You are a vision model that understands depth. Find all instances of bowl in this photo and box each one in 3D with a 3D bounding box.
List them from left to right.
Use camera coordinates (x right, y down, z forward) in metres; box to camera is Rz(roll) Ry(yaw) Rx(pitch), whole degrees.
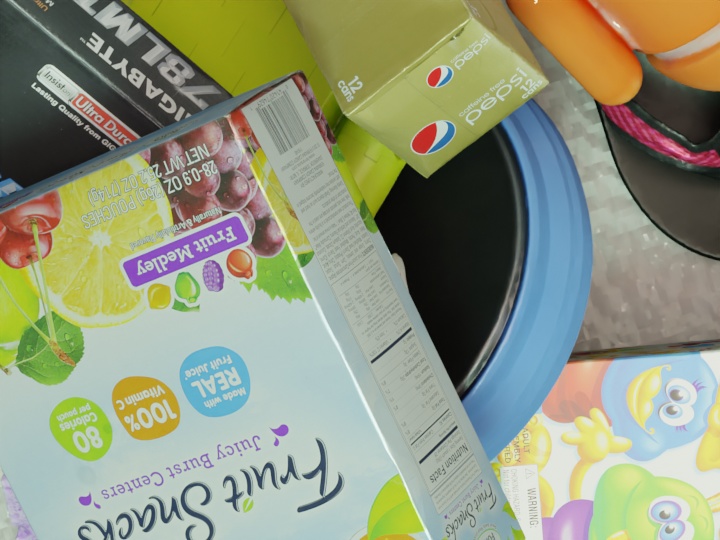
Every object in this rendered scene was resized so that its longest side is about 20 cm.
[{"bbox_3d":[0.000,0.000,1.241,0.200,0.039,0.201,-11,69,31],"label":"bowl"}]

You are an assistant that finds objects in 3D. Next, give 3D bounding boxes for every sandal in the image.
[{"bbox_3d":[0.132,-0.087,1.305,0.075,0.045,0.200,-32,91,-5],"label":"sandal"}]

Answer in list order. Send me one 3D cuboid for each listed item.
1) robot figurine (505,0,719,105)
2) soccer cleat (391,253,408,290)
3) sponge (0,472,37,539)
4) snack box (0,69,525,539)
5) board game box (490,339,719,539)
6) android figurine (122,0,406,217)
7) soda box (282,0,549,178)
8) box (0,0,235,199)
[{"bbox_3d":[0.128,-0.154,1.225,0.200,0.144,0.117,39,132,-21],"label":"robot figurine"},{"bbox_3d":[-0.063,0.027,1.200,0.200,0.069,0.085,2,98,31],"label":"soccer cleat"},{"bbox_3d":[-0.045,0.124,1.245,0.200,0.112,0.030,11,56,9],"label":"sponge"},{"bbox_3d":[-0.057,0.048,1.125,0.169,0.068,0.200,-22,100,32],"label":"snack box"},{"bbox_3d":[0.149,0.082,1.275,0.200,0.105,0.103,-5,90,-2],"label":"board game box"},{"bbox_3d":[-0.052,-0.076,1.251,0.182,0.041,0.200,30,89,36],"label":"android figurine"},{"bbox_3d":[-0.004,-0.137,1.180,0.064,0.068,0.200,-38,55,14],"label":"soda box"},{"bbox_3d":[-0.184,-0.071,1.191,0.200,0.198,0.050,40,45,-17],"label":"box"}]
